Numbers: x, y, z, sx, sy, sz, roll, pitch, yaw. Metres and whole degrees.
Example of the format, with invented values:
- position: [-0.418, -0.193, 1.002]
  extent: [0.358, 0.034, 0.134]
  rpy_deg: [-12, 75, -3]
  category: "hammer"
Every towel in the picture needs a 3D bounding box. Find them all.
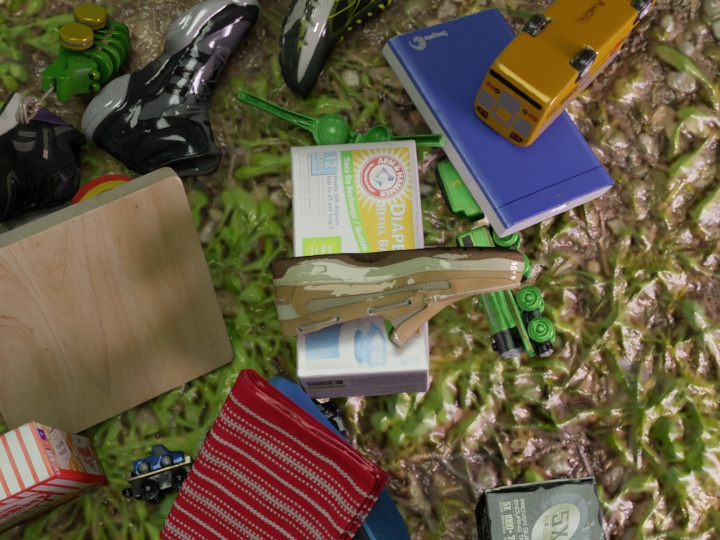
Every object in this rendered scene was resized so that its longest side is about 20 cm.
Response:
- position: [-0.075, 0.189, 1.034]
  extent: [0.144, 0.022, 0.201]
  rpy_deg: [35, 121, 11]
  category: "towel"

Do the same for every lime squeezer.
- position: [-0.013, -0.121, 1.157]
  extent: [0.198, 0.071, 0.038]
  rpy_deg: [16, 94, 19]
  category: "lime squeezer"

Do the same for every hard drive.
- position: [0.122, -0.136, 1.147]
  extent: [0.131, 0.025, 0.201]
  rpy_deg: [-22, 72, -32]
  category: "hard drive"

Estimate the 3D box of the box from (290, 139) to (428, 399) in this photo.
- position: [0.000, 0.000, 1.104]
  extent: [0.111, 0.101, 0.202]
  rpy_deg: [-4, 75, 2]
  category: "box"

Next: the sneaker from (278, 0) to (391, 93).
- position: [-0.009, -0.252, 1.188]
  extent: [0.084, 0.074, 0.202]
  rpy_deg: [21, 92, -24]
  category: "sneaker"

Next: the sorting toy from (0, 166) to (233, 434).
- position: [-0.226, 0.024, 1.070]
  extent: [0.197, 0.201, 0.070]
  rpy_deg: [-24, 40, -15]
  category: "sorting toy"

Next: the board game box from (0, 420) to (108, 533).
- position: [-0.294, 0.176, 1.018]
  extent: [0.150, 0.200, 0.047]
  rpy_deg: [-25, 80, -4]
  category: "board game box"

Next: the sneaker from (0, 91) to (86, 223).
- position: [-0.281, -0.082, 1.089]
  extent: [0.087, 0.076, 0.201]
  rpy_deg: [23, 32, -11]
  category: "sneaker"

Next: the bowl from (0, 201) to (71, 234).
- position: [-0.337, -0.005, 1.128]
  extent: [0.199, 0.090, 0.203]
  rpy_deg: [0, 75, 2]
  category: "bowl"

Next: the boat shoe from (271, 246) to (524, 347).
- position: [0.031, 0.022, 1.017]
  extent: [0.198, 0.072, 0.077]
  rpy_deg: [-4, 89, 7]
  category: "boat shoe"

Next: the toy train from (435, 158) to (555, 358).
- position: [0.117, -0.014, 1.137]
  extent: [0.056, 0.042, 0.202]
  rpy_deg: [-20, 75, 7]
  category: "toy train"

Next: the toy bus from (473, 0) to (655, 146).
- position: [0.185, -0.198, 1.141]
  extent: [0.065, 0.079, 0.200]
  rpy_deg: [37, 55, 12]
  category: "toy bus"

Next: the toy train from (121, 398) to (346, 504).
- position: [-0.110, 0.152, 1.104]
  extent: [0.198, 0.034, 0.046]
  rpy_deg: [-18, 71, -3]
  category: "toy train"

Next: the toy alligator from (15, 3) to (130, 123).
- position: [-0.245, -0.181, 1.152]
  extent: [0.054, 0.060, 0.201]
  rpy_deg: [13, 39, 2]
  category: "toy alligator"

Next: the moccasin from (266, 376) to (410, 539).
- position: [-0.031, 0.179, 1.068]
  extent: [0.068, 0.080, 0.201]
  rpy_deg: [-34, 94, 20]
  category: "moccasin"

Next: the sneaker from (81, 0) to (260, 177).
- position: [-0.147, -0.156, 1.171]
  extent: [0.200, 0.076, 0.114]
  rpy_deg: [-41, 77, -2]
  category: "sneaker"

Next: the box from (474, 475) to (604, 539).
- position: [0.144, 0.270, 0.993]
  extent: [0.085, 0.164, 0.202]
  rpy_deg: [-6, 74, 1]
  category: "box"
